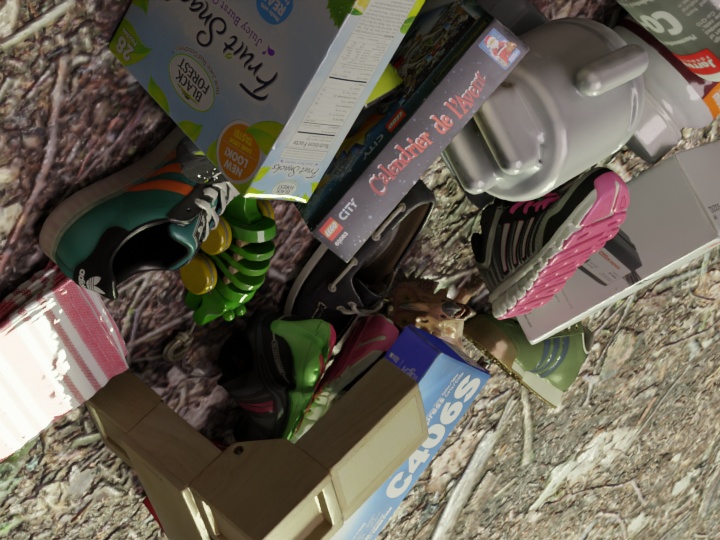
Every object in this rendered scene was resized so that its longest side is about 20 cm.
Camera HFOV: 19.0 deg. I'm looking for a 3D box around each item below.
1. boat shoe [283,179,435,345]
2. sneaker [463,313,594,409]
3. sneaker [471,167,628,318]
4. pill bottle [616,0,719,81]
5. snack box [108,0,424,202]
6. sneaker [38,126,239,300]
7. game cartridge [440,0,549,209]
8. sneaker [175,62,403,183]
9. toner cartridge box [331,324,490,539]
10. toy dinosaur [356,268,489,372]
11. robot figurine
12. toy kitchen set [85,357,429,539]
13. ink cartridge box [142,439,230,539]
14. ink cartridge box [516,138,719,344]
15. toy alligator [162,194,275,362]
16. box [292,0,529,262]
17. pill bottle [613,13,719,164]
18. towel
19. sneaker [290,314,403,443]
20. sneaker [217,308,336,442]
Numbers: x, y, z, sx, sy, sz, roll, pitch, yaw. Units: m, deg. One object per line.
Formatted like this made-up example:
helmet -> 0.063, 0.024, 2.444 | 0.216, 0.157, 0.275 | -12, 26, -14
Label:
boat shoe -> 0.000, 0.000, 1.732 | 0.074, 0.060, 0.201 | -8, 134, -51
sneaker -> 0.162, 0.059, 2.001 | 0.090, 0.067, 0.200 | -53, 149, -1
sneaker -> 0.144, -0.038, 1.739 | 0.073, 0.088, 0.200 | -22, 163, -30
pill bottle -> 0.269, -0.219, 1.657 | 0.200, 0.114, 0.114 | 38, 97, -23
snack box -> -0.054, -0.172, 1.358 | 0.067, 0.169, 0.201 | 2, 125, -48
sneaker -> -0.124, -0.046, 1.508 | 0.199, 0.080, 0.072 | -36, 149, -21
game cartridge -> 0.112, -0.141, 1.726 | 0.133, 0.040, 0.200 | -47, 150, -5
sneaker -> -0.060, -0.122, 1.490 | 0.200, 0.081, 0.074 | -33, -175, -42
toner cartridge box -> 0.016, 0.145, 1.734 | 0.201, 0.043, 0.095 | -55, 147, 6
toy dinosaur -> 0.036, 0.066, 1.842 | 0.135, 0.086, 0.200 | 7, 136, -43
robot figurine -> 0.140, -0.124, 1.619 | 0.169, 0.114, 0.200 | -21, -174, 43
toy kitchen set -> -0.076, 0.138, 1.681 | 0.180, 0.200, 0.164 | -43, 150, -19
ink cartridge box -> -0.071, 0.246, 1.801 | 0.086, 0.200, 0.147 | -44, 150, 12
ink cartridge box -> 0.232, -0.027, 1.853 | 0.199, 0.084, 0.145 | -31, 174, 28
toy alligator -> -0.100, 0.009, 1.622 | 0.059, 0.054, 0.201 | -24, 146, -45
box -> 0.028, -0.112, 1.564 | 0.038, 0.137, 0.200 | 38, 98, -23
pill bottle -> 0.281, -0.192, 1.787 | 0.200, 0.114, 0.114 | -46, 149, 0
towel -> -0.266, 0.084, 1.551 | 0.199, 0.030, 0.147 | -36, 148, -10
sneaker -> 0.008, 0.110, 1.798 | 0.074, 0.087, 0.200 | -61, -178, -40
sneaker -> -0.076, 0.085, 1.744 | 0.200, 0.083, 0.077 | 113, 1, -55
